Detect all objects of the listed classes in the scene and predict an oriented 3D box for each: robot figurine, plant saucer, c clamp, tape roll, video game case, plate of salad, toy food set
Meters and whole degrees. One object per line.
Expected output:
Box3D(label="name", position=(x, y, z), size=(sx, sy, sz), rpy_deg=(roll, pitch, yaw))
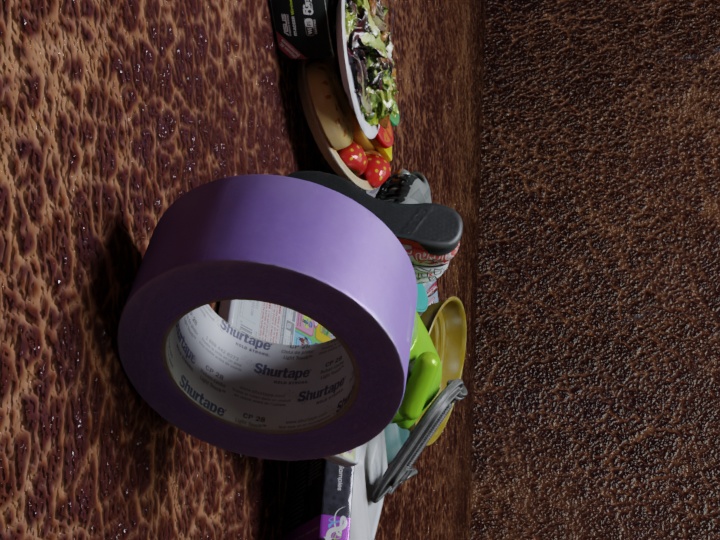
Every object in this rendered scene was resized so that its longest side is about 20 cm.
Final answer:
Box3D(label="robot figurine", position=(0.021, 0.090, 1.242), size=(0.116, 0.175, 0.201), rpy_deg=(-45, 138, -16))
Box3D(label="plant saucer", position=(0.055, 0.210, 1.784), size=(0.200, 0.035, 0.203), rpy_deg=(0, 90, -79))
Box3D(label="c clamp", position=(0.069, 0.196, 1.311), size=(0.170, 0.027, 0.201), rpy_deg=(-27, 151, -59))
Box3D(label="tape roll", position=(-0.062, 0.038, 0.776), size=(0.086, 0.197, 0.202), rpy_deg=(-78, 163, -45))
Box3D(label="video game case", position=(-0.058, 0.058, 1.028), size=(0.181, 0.022, 0.203), rpy_deg=(32, 53, -40))
Box3D(label="plate of salad", position=(0.013, -0.246, 1.216), size=(0.200, 0.047, 0.203), rpy_deg=(-2, 90, -76))
Box3D(label="toy food set", position=(-0.013, -0.191, 1.291), size=(0.200, 0.048, 0.200), rpy_deg=(50, 31, -42))

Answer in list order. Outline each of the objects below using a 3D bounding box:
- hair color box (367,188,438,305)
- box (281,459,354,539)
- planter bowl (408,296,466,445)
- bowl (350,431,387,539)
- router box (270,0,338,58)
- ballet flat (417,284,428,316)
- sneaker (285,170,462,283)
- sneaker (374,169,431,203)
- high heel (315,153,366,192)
Box3D(label="hair color box", position=(0.046, -0.025, 1.547), size=(0.061, 0.098, 0.202), rpy_deg=(-40, 136, -35))
Box3D(label="box", position=(-0.040, 0.194, 1.139), size=(0.143, 0.036, 0.203), rpy_deg=(133, -36, -62))
Box3D(label="planter bowl", position=(0.073, 0.128, 1.512), size=(0.200, 0.082, 0.204), rpy_deg=(10, 90, -69))
Box3D(label="bowl", position=(-0.016, 0.237, 1.333), size=(0.200, 0.073, 0.203), rpy_deg=(-69, 158, -60))
Box3D(label="router box", position=(-0.050, -0.338, 1.200), size=(0.201, 0.061, 0.152), rpy_deg=(-75, 162, -53))
Box3D(label="ballet flat", position=(0.000, 0.000, 1.290), size=(0.200, 0.067, 0.069), rpy_deg=(38, 48, -40))
Box3D(label="sneaker", position=(0.005, -0.039, 1.192), size=(0.108, 0.198, 0.068), rpy_deg=(102, 1, -64))
Box3D(label="sneaker", position=(0.039, -0.079, 1.334), size=(0.200, 0.073, 0.081), rpy_deg=(-24, 109, -71))
Box3D(label="high heel", position=(-0.008, -0.093, 1.398), size=(0.200, 0.070, 0.145), rpy_deg=(-21, 107, -76))
